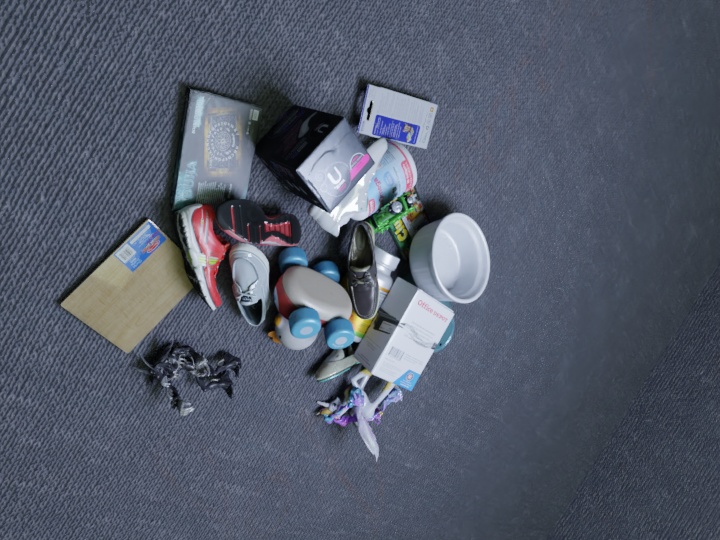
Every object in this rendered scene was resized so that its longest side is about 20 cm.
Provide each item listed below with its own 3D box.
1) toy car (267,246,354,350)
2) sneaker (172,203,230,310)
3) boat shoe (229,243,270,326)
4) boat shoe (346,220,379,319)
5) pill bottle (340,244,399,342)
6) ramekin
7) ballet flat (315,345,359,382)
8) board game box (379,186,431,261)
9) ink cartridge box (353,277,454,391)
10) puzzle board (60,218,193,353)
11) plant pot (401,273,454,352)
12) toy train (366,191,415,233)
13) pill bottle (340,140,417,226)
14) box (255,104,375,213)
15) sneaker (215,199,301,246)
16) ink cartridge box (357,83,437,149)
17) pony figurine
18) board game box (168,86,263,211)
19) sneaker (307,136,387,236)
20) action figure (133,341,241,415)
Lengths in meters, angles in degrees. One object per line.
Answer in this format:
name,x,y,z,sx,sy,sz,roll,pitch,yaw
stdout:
toy car,-0.132,0.097,1.079,0.174,0.188,0.200,22,127,-39
sneaker,-0.267,-0.021,0.931,0.083,0.076,0.205,-24,126,-30
boat shoe,-0.205,0.034,0.982,0.068,0.073,0.204,1,142,1
boat shoe,0.000,0.000,1.076,0.071,0.065,0.207,-6,89,10
pill bottle,0.007,0.046,1.164,0.110,0.110,0.204,23,96,-40
ramekin,0.204,-0.025,1.220,0.196,0.096,0.208,6,81,-38
ballet flat,-0.033,0.203,1.252,0.196,0.067,0.064,-19,94,-33
board game box,0.104,-0.127,1.216,0.104,0.023,0.202,-41,129,-11
ink cartridge box,0.097,0.140,1.150,0.143,0.084,0.203,30,91,-39
puzzle board,-0.394,0.029,0.922,0.200,0.017,0.152,-47,129,-10
plant pot,0.157,0.127,1.298,0.195,0.134,0.206,-15,119,-30
toy train,0.053,-0.113,1.087,0.055,0.200,0.043,-21,87,-21
pill bottle,0.013,-0.174,1.069,0.198,0.108,0.111,-34,127,-18
box,-0.086,-0.201,0.922,0.123,0.199,0.106,-47,127,-7
sneaker,-0.197,-0.073,0.956,0.198,0.085,0.076,12,72,-55
ink cartridge box,0.074,-0.321,1.095,0.196,0.037,0.098,1,111,-39
pony figurine,0.010,0.343,1.299,0.199,0.166,0.194,-41,97,-8
board game box,-0.252,-0.199,0.913,0.132,0.028,0.206,3,109,-37
sneaker,-0.007,-0.155,0.977,0.088,0.075,0.201,42,88,-14
action figure,-0.324,0.201,0.999,0.196,0.102,0.121,12,116,-41
